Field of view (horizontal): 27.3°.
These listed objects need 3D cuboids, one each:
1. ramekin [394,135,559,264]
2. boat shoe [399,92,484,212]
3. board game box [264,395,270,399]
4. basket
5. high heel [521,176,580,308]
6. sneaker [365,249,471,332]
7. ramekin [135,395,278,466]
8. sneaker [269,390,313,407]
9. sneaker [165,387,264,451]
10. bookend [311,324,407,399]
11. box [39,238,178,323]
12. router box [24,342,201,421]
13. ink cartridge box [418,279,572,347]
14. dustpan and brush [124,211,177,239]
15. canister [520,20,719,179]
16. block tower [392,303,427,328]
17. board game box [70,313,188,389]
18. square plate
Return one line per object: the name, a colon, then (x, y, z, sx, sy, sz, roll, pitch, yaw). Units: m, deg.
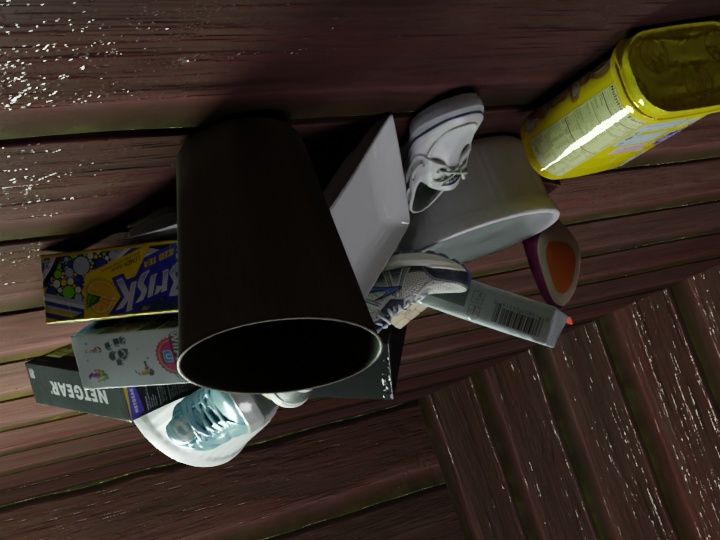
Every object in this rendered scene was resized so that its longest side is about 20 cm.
ramekin: (0.112, -0.072, 1.642, 0.200, 0.098, 0.200, -18, 170, -3)
boat shoe: (0.083, -0.113, 1.464, 0.073, 0.067, 0.200, -16, 169, -14)
board game box: (-0.159, 0.072, 1.723, 0.035, 0.200, 0.135, -64, -167, -27)
basket: (-0.085, -0.016, 1.240, 0.180, 0.200, 0.136, 6, 147, -35)
high heel: (0.201, -0.033, 1.751, 0.067, 0.201, 0.096, 8, 149, -32)
sneaker: (0.019, 0.031, 1.559, 0.199, 0.085, 0.077, -4, 164, -3)
ramekin: (-0.196, 0.140, 1.899, 0.200, 0.201, 0.098, -7, 157, -49)
sneaker: (-0.073, 0.040, 1.631, 0.073, 0.201, 0.112, -4, 157, -31)
sneaker: (-0.155, 0.154, 1.518, 0.082, 0.074, 0.200, -33, 173, -20)
bookend: (-0.046, 0.063, 1.876, 0.199, 0.092, 0.199, 1, -144, 8)
box: (-0.209, 0.009, 1.429, 0.199, 0.070, 0.064, -6, 179, 26)
router box: (-0.248, 0.103, 1.624, 0.157, 0.052, 0.200, -25, -162, -39)
ink cartridge box: (0.155, 0.047, 1.705, 0.160, 0.047, 0.200, 18, 177, 15)
dustpan and brush: (-0.113, -0.065, 1.436, 0.200, 0.057, 0.139, 1, 171, -45)
canister: (0.268, -0.165, 1.478, 0.148, 0.087, 0.200, -13, 169, -30)
block tower: (0.000, 0.000, 1.697, 0.058, 0.054, 0.200, -40, 133, 23)
board game box: (-0.165, 0.060, 1.486, 0.199, 0.064, 0.148, -5, -163, 22)
square plate: (-0.017, -0.026, 1.429, 0.198, 0.028, 0.200, -58, 159, -23)
